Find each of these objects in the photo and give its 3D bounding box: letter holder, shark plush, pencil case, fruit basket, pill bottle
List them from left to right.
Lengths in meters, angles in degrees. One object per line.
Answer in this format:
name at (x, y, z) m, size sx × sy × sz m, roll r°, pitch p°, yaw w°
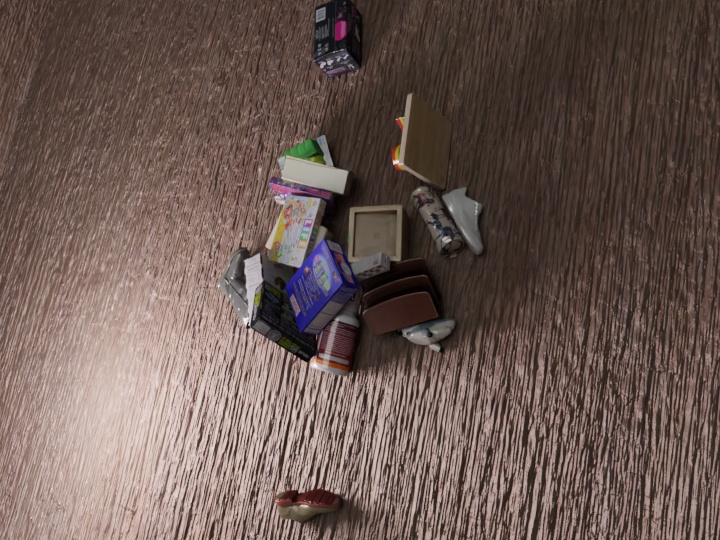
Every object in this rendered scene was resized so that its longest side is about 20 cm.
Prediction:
fruit basket at (-0.160, -0.298, 1.908) m, size 0.181 × 0.093 × 0.205 m, roll -23°, pitch 82°, yaw 21°
pill bottle at (-0.065, 0.184, 1.694) m, size 0.110 × 0.112 × 0.206 m, roll 9°, pitch 80°, yaw 29°
letter holder at (0.100, 0.066, 1.606) m, size 0.195 × 0.101 × 0.145 m, roll -18°, pitch 112°, yaw 22°
shark plush at (0.163, 0.159, 1.630) m, size 0.197 × 0.091 × 0.085 m, roll -3°, pitch 53°, yaw 48°
pencil case at (0.210, -0.132, 1.652) m, size 0.076 × 0.090 × 0.203 m, roll -29°, pitch 66°, yaw 6°

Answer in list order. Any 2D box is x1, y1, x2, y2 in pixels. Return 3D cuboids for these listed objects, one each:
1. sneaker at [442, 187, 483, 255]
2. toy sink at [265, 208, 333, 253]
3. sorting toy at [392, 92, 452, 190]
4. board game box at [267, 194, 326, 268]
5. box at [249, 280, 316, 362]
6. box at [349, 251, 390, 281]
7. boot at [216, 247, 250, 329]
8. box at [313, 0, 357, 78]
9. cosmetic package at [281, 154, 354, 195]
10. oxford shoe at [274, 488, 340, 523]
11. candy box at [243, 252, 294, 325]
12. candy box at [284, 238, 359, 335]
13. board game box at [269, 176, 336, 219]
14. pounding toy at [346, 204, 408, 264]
sneaker at (0.295, -0.141, 1.621) m, size 0.087 × 0.075 × 0.204 m, roll -26°, pitch 64°, yaw 6°
toy sink at (-0.166, -0.082, 1.823) m, size 0.197 × 0.111 × 0.133 m, roll 25°, pitch 88°, yaw 36°
sorting toy at (0.165, -0.350, 1.678) m, size 0.068 × 0.196 × 0.206 m, roll -2°, pitch 74°, yaw 42°
board game box at (-0.185, -0.114, 1.756) m, size 0.131 × 0.034 × 0.206 m, roll 9°, pitch 79°, yaw 34°
box at (-0.207, 0.139, 1.659) m, size 0.044 × 0.198 × 0.162 m, roll -42°, pitch 28°, yaw 24°
box at (0.000, 0.000, 1.637) m, size 0.197 × 0.038 × 0.043 m, roll -22°, pitch 51°, yaw 43°
boot at (-0.364, 0.054, 1.915) m, size 0.200 × 0.072 × 0.185 m, roll 45°, pitch 112°, yaw 37°
box at (-0.073, -0.753, 1.957) m, size 0.129 × 0.114 × 0.206 m, roll -8°, pitch 71°, yaw 27°
cosmetic package at (-0.126, -0.283, 1.802) m, size 0.194 × 0.104 × 0.075 m, roll 15°, pitch 98°, yaw 7°
oxford shoe at (-0.138, 0.646, 1.645) m, size 0.195 × 0.070 × 0.077 m, roll -6°, pitch 99°, yaw 25°
candy box at (-0.262, 0.071, 1.797) m, size 0.070 × 0.167 × 0.206 m, roll -20°, pitch 66°, yaw 26°
candy box at (-0.109, 0.047, 1.655) m, size 0.200 × 0.076 × 0.171 m, roll -47°, pitch 47°, yaw 25°
board game box at (-0.173, -0.219, 1.825) m, size 0.194 × 0.121 × 0.033 m, roll 16°, pitch 64°, yaw 12°
pounding toy at (0.038, -0.097, 1.721) m, size 0.194 × 0.142 × 0.190 m, roll -1°, pitch 76°, yaw 16°
